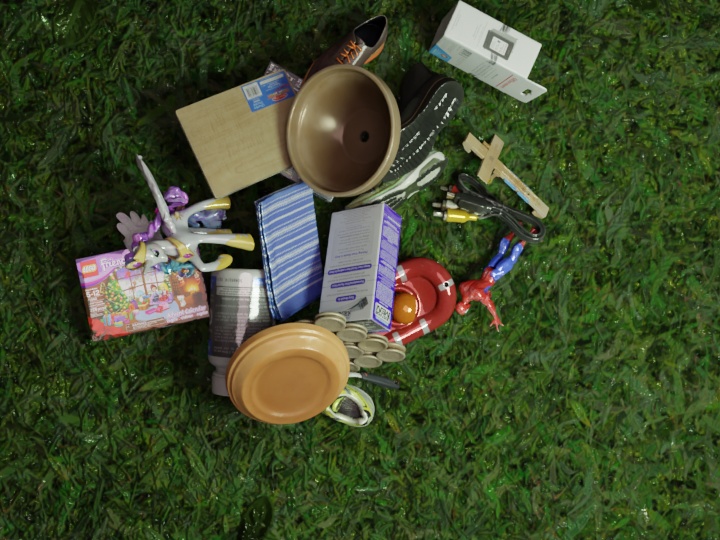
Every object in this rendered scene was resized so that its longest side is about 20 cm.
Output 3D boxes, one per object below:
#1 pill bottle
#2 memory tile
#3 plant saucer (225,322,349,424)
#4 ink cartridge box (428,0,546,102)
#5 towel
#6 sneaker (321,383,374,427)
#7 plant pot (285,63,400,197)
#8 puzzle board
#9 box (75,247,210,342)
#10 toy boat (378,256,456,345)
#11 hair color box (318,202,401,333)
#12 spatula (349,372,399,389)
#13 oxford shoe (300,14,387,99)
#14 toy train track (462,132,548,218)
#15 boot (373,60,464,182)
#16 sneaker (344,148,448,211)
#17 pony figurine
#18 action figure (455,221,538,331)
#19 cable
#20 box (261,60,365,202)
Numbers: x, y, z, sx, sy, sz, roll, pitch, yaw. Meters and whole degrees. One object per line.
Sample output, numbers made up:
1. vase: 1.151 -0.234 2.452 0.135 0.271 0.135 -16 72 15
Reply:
1. pill bottle: -0.193 0.099 1.415 0.112 0.114 0.204 3 90 -8
2. memory tile: -0.035 0.118 1.397 0.199 0.152 0.017 31 52 -40
3. plant saucer: -0.110 0.170 1.347 0.197 0.038 0.203 -8 127 -11
4. ink cartridge box: 0.226 -0.368 1.469 0.198 0.116 0.068 25 86 -9
5. towel: -0.108 -0.034 1.402 0.024 0.144 0.203 6 112 33
6. sneaker: -0.063 0.201 1.455 0.197 0.076 0.076 23 90 -6
7. plant pot: -0.013 -0.215 1.368 0.198 0.092 0.205 0 90 30
8. puzzle board: -0.177 -0.220 1.390 0.198 0.017 0.153 -26 91 -21
9. box: -0.355 0.029 1.427 0.197 0.039 0.139 -12 92 -8
10. toy boat: 0.069 0.060 1.444 0.198 0.131 0.132 -26 95 -7
11. hair color box: 0.000 0.000 1.409 0.065 0.108 0.203 35 55 -48
12. spatula: -0.014 0.179 1.456 0.197 0.057 0.021 13 114 -30
13. oxford shoe: -0.027 -0.353 1.426 0.071 0.073 0.201 40 67 -1
14. toy train track: 0.249 -0.160 1.513 0.199 0.032 0.115 40 49 -13
15. boot: 0.076 -0.253 1.458 0.200 0.139 0.077 -45 126 7
16. sneaker: 0.050 -0.161 1.481 0.198 0.077 0.089 -32 68 -7
17. pony figurine: -0.290 -0.068 1.346 0.197 0.194 0.168 -8 137 -32
18. action figure: 0.242 0.020 1.500 0.200 0.065 0.100 -43 124 -17
19. cable: 0.224 -0.104 1.495 0.197 0.051 0.098 20 54 -1
20. box: -0.100 -0.230 1.455 0.198 0.050 0.160 27 87 -8
